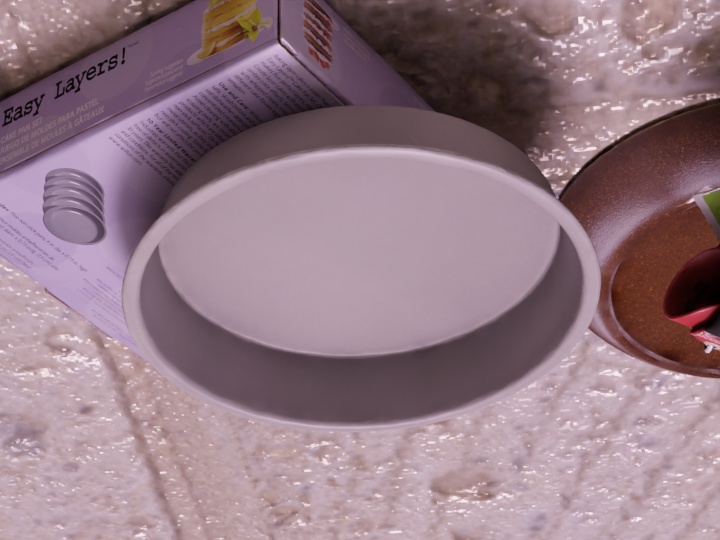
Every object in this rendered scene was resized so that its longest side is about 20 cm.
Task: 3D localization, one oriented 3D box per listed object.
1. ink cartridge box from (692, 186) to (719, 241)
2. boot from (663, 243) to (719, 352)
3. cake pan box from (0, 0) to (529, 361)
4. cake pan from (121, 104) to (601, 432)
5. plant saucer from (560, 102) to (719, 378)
[{"bbox_3d":[0.252,-0.047,0.880,0.199,0.076,0.148,-19,137,22],"label":"ink cartridge box"},{"bbox_3d":[0.187,0.050,0.889,0.143,0.073,0.201,7,133,-4],"label":"boot"},{"bbox_3d":[-0.050,-0.027,0.922,0.183,0.053,0.200,-22,139,29],"label":"cake pan box"},{"bbox_3d":[0.000,0.000,0.888,0.198,0.037,0.201,-2,144,-1],"label":"cake pan"},{"bbox_3d":[0.185,-0.005,0.978,0.198,0.032,0.201,0,143,0],"label":"plant saucer"}]
